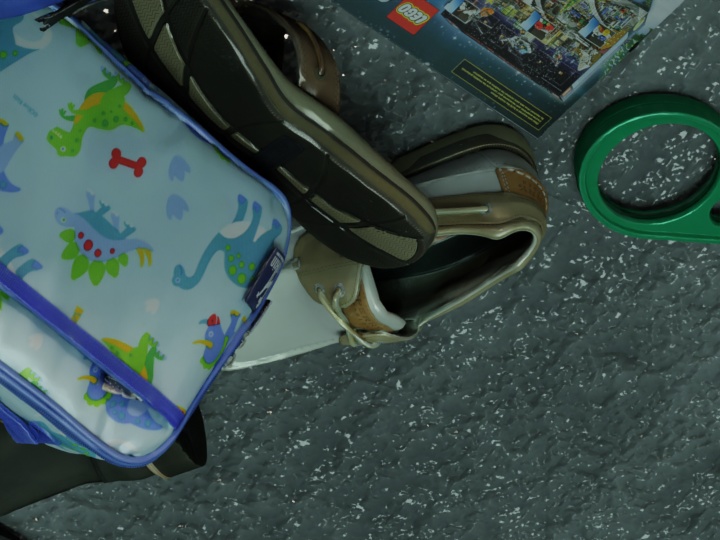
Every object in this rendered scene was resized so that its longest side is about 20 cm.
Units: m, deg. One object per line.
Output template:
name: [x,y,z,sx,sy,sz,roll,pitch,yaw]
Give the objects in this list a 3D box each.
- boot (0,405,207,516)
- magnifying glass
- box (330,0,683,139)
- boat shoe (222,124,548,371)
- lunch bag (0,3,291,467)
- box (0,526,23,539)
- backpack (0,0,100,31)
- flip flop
boot: [-0.180,0.057,1.215,0.138,0.078,0.200,-19,131,13]
magnifying glass: [0.193,-0.031,1.243,0.200,0.022,0.080,27,121,-27]
box: [0.054,-0.159,1.089,0.200,0.038,0.137,31,119,-32]
boat shoe: [0.000,0.000,1.198,0.200,0.068,0.075,-30,129,16]
lunch bag: [-0.138,-0.015,1.090,0.200,0.082,0.161,43,71,-28]
box: [-0.248,0.222,1.366,0.200,0.040,0.137,-37,129,20]
backpack: [-0.095,-0.191,0.951,0.199,0.168,0.163,-18,138,0]
flip flop: [-0.035,-0.082,1.121,0.200,0.058,0.081,42,148,-18]
